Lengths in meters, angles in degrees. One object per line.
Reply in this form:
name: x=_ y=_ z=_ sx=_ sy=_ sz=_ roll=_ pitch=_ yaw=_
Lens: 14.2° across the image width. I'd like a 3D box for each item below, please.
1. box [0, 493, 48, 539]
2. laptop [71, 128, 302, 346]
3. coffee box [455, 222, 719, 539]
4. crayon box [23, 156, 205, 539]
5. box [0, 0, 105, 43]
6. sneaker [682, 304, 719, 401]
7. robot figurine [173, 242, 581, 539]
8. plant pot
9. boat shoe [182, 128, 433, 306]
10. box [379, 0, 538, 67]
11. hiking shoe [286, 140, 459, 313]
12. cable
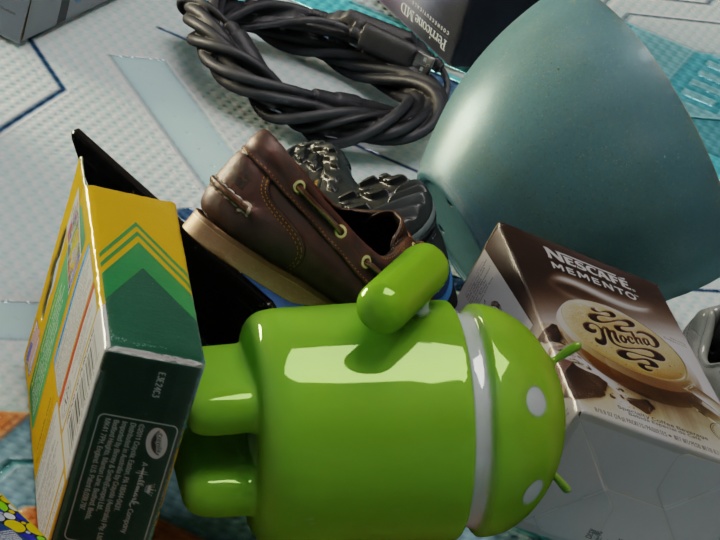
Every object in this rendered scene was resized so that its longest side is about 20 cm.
box: x=-0.205 y=0.117 z=1.279 sx=0.064 sy=0.070 sz=0.200 roll=-5 pitch=33 yaw=-44
laptop: x=-0.040 y=0.010 z=1.563 sx=0.116 sy=0.201 sz=0.187 roll=-35 pitch=49 yaw=-18
coffee box: x=0.124 y=0.069 z=1.567 sx=0.112 sy=0.080 sz=0.200 roll=20 pitch=24 yaw=-21
crayon box: x=-0.123 y=0.046 z=1.413 sx=0.051 sy=0.126 sz=0.200 roll=11 pitch=26 yaw=-15
box: x=-0.247 y=-0.225 z=1.980 sx=0.155 sy=0.041 sz=0.200 roll=26 pitch=25 yaw=15
sneaker: x=0.225 y=0.091 z=1.594 sx=0.075 sy=0.092 sz=0.200 roll=0 pitch=31 yaw=-32
robot figurine: x=0.009 y=0.074 z=1.398 sx=0.199 sy=0.177 sz=0.116 roll=-1 pitch=19 yaw=-11
plant pot: x=0.113 y=-0.052 z=1.731 sx=0.134 sy=0.201 sz=0.200 roll=-29 pitch=41 yaw=-11
boat shoe: x=0.000 y=0.000 z=1.467 sx=0.200 sy=0.071 sz=0.070 roll=35 pitch=0 yaw=-40
box: x=0.088 y=-0.279 z=2.124 sx=0.123 sy=0.199 sz=0.200 roll=-3 pitch=32 yaw=-33
hiking shoe: x=-0.013 y=-0.015 z=1.664 sx=0.074 sy=0.087 sz=0.200 roll=-31 pitch=25 yaw=-16
cable: x=-0.038 y=-0.134 z=1.938 sx=0.199 sy=0.051 sz=0.163 roll=23 pitch=30 yaw=4
